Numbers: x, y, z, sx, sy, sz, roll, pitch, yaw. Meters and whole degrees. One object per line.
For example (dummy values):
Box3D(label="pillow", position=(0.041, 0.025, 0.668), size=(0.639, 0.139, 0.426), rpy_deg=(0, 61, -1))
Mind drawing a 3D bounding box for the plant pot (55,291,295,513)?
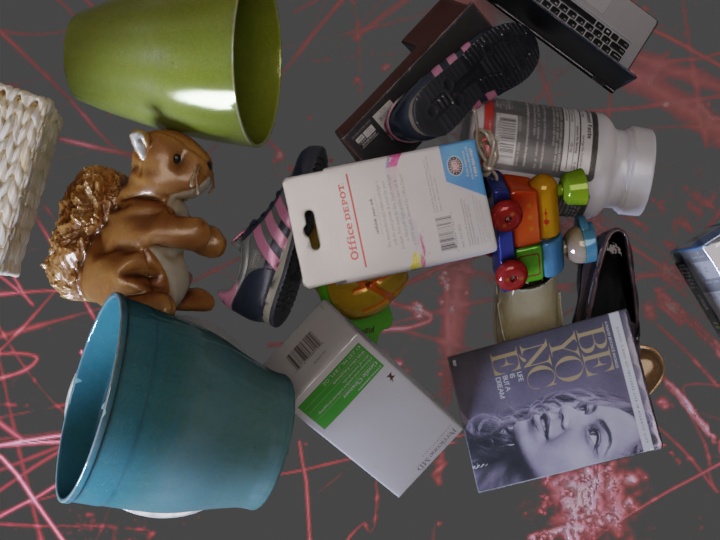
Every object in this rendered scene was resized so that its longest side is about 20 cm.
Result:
Box3D(label="plant pot", position=(-0.169, 0.141, 1.474), size=(0.187, 0.200, 0.201), rpy_deg=(16, 87, -17))

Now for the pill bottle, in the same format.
Box3D(label="pill bottle", position=(0.208, -0.117, 1.672), size=(0.199, 0.116, 0.116), rpy_deg=(8, 88, -3))

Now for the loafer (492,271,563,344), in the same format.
Box3D(label="loafer", position=(0.179, 0.030, 1.689), size=(0.075, 0.068, 0.201), rpy_deg=(-10, 88, -2))

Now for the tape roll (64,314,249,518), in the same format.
Box3D(label="tape roll", position=(-0.201, 0.148, 1.630), size=(0.202, 0.139, 0.204), rpy_deg=(0, 92, -3))

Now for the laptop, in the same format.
Box3D(label="laptop", position=(0.227, -0.287, 1.637), size=(0.187, 0.116, 0.200), rpy_deg=(37, 56, -1))

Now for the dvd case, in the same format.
Box3D(label="dvd case", position=(0.201, 0.137, 1.633), size=(0.199, 0.016, 0.149), rpy_deg=(-16, 77, 15))

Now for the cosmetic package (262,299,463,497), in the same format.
Box3D(label="cosmetic package", position=(0.002, 0.134, 1.619), size=(0.108, 0.085, 0.200), rpy_deg=(-48, 127, 1))

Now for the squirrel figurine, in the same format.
Box3D(label="squirrel figurine", position=(-0.238, -0.056, 1.618), size=(0.199, 0.141, 0.188), rpy_deg=(9, 95, 21))

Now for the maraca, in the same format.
Box3D(label="maraca", position=(0.000, 0.000, 1.649), size=(0.107, 0.137, 0.201), rpy_deg=(18, 114, 40))

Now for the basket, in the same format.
Box3D(label="basket", position=(-0.411, -0.106, 1.606), size=(0.160, 0.198, 0.201), rpy_deg=(15, 87, -6))

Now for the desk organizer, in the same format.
Box3D(label="desk organizer", position=(0.057, -0.197, 1.676), size=(0.200, 0.077, 0.072), rpy_deg=(-47, 117, -3))

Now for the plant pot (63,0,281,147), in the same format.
Box3D(label="plant pot", position=(-0.202, -0.224, 1.640), size=(0.199, 0.187, 0.188), rpy_deg=(2, 88, 12))

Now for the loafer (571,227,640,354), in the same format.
Box3D(label="loafer", position=(0.264, 0.049, 1.663), size=(0.072, 0.063, 0.201), rpy_deg=(6, 66, -10))

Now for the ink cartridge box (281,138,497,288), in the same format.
Box3D(label="ink cartridge box", position=(0.024, -0.053, 1.553), size=(0.199, 0.068, 0.116), rpy_deg=(-12, 89, -11))

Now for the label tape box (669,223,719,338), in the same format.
Box3D(label="label tape box", position=(0.420, 0.047, 1.661), size=(0.066, 0.143, 0.201), rpy_deg=(-29, 90, -3))

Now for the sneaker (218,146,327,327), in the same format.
Box3D(label="sneaker", position=(-0.095, -0.045, 1.674), size=(0.082, 0.070, 0.201), rpy_deg=(15, 80, 18))

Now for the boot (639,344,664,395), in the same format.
Box3D(label="boot", position=(0.246, 0.143, 1.686), size=(0.199, 0.075, 0.074), rpy_deg=(-28, 88, -4))

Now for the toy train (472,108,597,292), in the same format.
Box3D(label="toy train", position=(0.179, -0.082, 1.585), size=(0.115, 0.085, 0.201), rpy_deg=(-11, 121, -4))

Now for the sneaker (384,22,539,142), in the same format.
Box3D(label="sneaker", position=(0.101, -0.196, 1.620), size=(0.200, 0.082, 0.070), rpy_deg=(-34, 103, -33))
